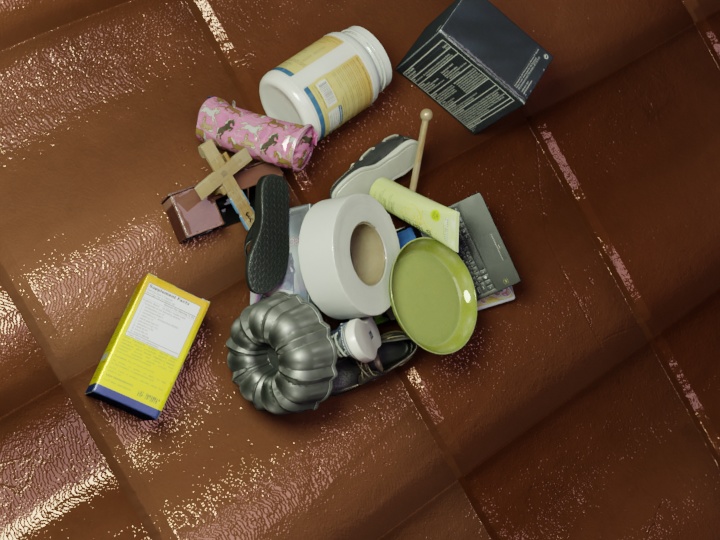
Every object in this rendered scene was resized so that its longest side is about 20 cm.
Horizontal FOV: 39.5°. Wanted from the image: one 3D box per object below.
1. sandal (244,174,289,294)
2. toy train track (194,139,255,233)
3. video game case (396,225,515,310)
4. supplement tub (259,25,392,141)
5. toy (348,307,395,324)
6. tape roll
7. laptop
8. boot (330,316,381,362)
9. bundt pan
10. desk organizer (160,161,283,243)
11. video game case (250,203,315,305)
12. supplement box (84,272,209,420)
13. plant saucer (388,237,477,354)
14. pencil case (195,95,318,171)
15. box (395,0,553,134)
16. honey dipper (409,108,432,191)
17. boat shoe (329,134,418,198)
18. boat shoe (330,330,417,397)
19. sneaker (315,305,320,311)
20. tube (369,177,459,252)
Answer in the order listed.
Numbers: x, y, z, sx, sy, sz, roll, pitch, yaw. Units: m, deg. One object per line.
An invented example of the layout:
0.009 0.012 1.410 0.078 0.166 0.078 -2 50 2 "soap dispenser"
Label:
-0.154 -0.056 1.626 0.075 0.048 0.201 19 70 -38 "sandal"
-0.207 -0.121 1.618 0.115 0.033 0.200 -43 119 -28 "toy train track"
0.172 -0.009 1.830 0.200 0.023 0.182 -15 87 -23 "video game case"
-0.058 -0.320 1.727 0.200 0.145 0.145 -37 95 -22 "supplement tub"
0.000 0.000 1.748 0.115 0.047 0.200 -19 89 -26 "toy"
-0.014 -0.023 1.630 0.202 0.071 0.203 18 68 -53 "tape roll"
0.152 -0.015 1.752 0.200 0.103 0.177 -25 91 12 "laptop"
-0.025 0.122 1.612 0.090 0.200 0.073 -21 86 9 "boot"
-0.136 0.137 1.583 0.076 0.202 0.202 -12 85 -51 "bundt pan"
-0.221 -0.117 1.669 0.200 0.072 0.077 -23 92 -23 "desk organizer"
-0.129 -0.001 1.650 0.019 0.143 0.200 10 76 -46 "video game case"
-0.332 0.121 1.563 0.109 0.110 0.200 27 73 -15 "supplement box"
0.116 0.044 1.683 0.200 0.031 0.200 14 69 -38 "plant saucer"
-0.171 -0.226 1.652 0.200 0.083 0.087 20 85 19 "pencil case"
0.203 -0.375 1.810 0.198 0.200 0.123 37 70 -12 "box"
0.102 -0.188 1.780 0.038 0.038 0.200 4 106 -21 "honey dipper"
0.018 -0.179 1.780 0.200 0.060 0.074 -38 135 -18 "boat shoe"
0.011 0.153 1.711 0.200 0.073 0.075 -28 91 -23 "boat shoe"
-0.096 0.061 1.664 0.077 0.111 0.200 29 72 -14 "sneaker"
0.097 -0.102 1.705 0.052 0.200 0.058 -56 141 -2 "tube"
